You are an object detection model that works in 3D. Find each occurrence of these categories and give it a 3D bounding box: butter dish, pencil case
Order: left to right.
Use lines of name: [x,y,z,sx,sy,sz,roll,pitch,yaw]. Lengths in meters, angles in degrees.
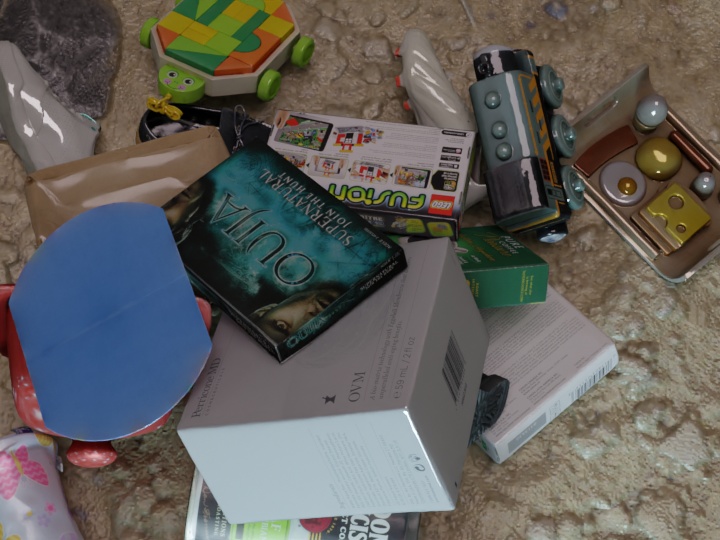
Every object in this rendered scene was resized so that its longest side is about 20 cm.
pencil case: [-0.289,0.246,1.365,0.091,0.083,0.201,0,59,-51]
butter dish: [-0.237,0.102,1.351,0.198,0.200,0.148,4,69,-7]

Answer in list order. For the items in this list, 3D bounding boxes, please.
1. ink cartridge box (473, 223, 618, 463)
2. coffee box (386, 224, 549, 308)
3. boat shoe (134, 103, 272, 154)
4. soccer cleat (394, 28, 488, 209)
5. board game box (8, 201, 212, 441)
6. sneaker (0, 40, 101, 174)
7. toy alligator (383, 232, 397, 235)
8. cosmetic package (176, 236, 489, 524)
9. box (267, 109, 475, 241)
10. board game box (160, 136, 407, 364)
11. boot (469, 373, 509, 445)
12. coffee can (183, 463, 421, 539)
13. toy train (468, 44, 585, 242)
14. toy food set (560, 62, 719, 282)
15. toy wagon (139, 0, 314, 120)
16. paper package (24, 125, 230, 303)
ink cartridge box: [0.127,0.069,1.480,0.161,0.050,0.200,-38,57,-15]
coffee box: [0.063,0.001,1.411,0.199,0.123,0.044,-6,110,-20]
boat shoe: [-0.131,-0.126,1.523,0.199,0.062,0.075,11,67,0]
soccer cleat: [0.088,-0.156,1.536,0.077,0.069,0.201,-16,75,20]
board game box: [-0.200,0.046,1.240,0.158,0.039,0.201,-29,64,11]
sneaker: [-0.309,-0.147,1.527,0.088,0.075,0.201,-20,77,-23]
toy alligator: [0.000,0.000,1.482,0.199,0.059,0.054,-27,73,-12]
cosmetic package: [-0.017,0.090,1.241,0.199,0.123,0.200,-9,38,22]
box: [0.004,-0.094,1.458,0.199,0.035,0.110,8,58,10]
board game box: [-0.076,-0.021,1.249,0.135,0.028,0.200,-38,51,-19]
boot: [0.017,0.100,1.371,0.199,0.165,0.066,20,100,21]
coffee can: [-0.047,0.210,1.355,0.199,0.146,0.147,9,69,1]
toy train: [0.160,-0.127,1.483,0.085,0.114,0.201,-16,79,28]
toy food set: [0.308,-0.101,1.533,0.143,0.060,0.200,-38,75,-15]
toy wagon: [-0.147,-0.223,1.537,0.155,0.040,0.200,25,47,14]
paper package: [-0.198,-0.033,1.410,0.190,0.200,0.104,-16,70,-8]
